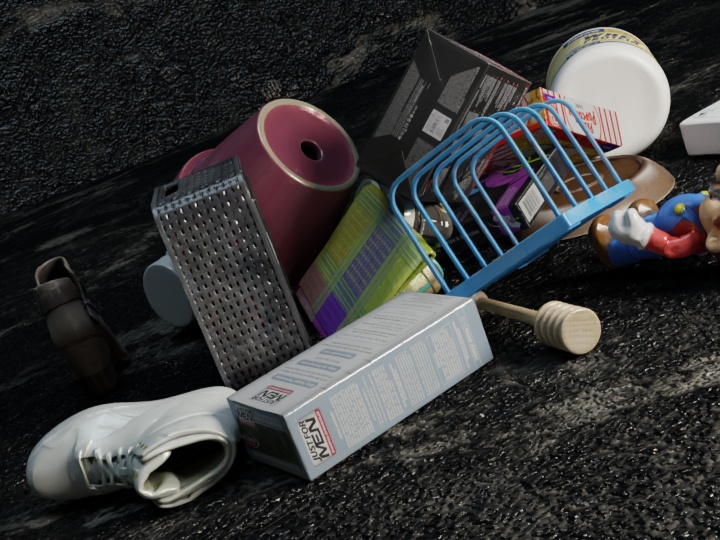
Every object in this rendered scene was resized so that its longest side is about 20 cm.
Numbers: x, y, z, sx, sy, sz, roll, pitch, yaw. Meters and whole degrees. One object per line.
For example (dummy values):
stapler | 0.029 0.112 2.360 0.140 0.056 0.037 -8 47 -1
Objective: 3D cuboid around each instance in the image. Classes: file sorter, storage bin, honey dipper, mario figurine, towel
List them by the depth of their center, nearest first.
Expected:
mario figurine | 0.286 -0.057 0.972 0.200 0.106 0.124 -8 48 57
honey dipper | 0.137 0.039 0.991 0.038 0.038 0.200 -26 13 -17
file sorter | 0.136 -0.070 1.047 0.139 0.123 0.200 -37 -6 30
storage bin | -0.124 0.002 1.130 0.093 0.201 0.135 -21 16 -2
towel | 0.000 0.000 1.131 0.144 0.023 0.200 -55 25 8

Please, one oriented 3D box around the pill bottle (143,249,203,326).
pill bottle | -0.165 -0.013 1.398 0.110 0.112 0.200 -6 21 42

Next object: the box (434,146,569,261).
box | 0.122 -0.065 1.268 0.199 0.036 0.143 -22 18 39

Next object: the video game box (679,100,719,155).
video game box | 0.483 -0.180 1.249 0.182 0.047 0.200 -31 19 -26

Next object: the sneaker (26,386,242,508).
sneaker | -0.193 0.156 0.949 0.199 0.074 0.116 -19 13 2

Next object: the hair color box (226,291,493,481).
hair color box | 0.001 0.089 0.947 0.199 0.061 0.099 -29 17 -29

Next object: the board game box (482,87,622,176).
board game box | 0.174 -0.141 1.319 0.151 0.047 0.199 6 -20 -45

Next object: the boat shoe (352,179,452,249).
boat shoe | 0.038 -0.055 1.235 0.060 0.072 0.201 9 7 -17

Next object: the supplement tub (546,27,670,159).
supplement tub | 0.307 -0.227 1.446 0.143 0.145 0.200 -17 16 13

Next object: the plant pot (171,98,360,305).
plant pot | -0.098 -0.084 1.271 0.179 0.200 0.200 -49 -5 40

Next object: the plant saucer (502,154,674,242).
plant saucer | 0.244 -0.084 1.266 0.199 0.032 0.200 -20 17 6

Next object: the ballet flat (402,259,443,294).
ballet flat | 0.008 0.010 1.200 0.070 0.071 0.200 -29 18 -27

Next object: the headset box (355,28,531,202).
headset box | 0.092 -0.150 1.168 0.077 0.149 0.200 33 14 15

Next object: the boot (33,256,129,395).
boot | -0.323 0.055 1.307 0.070 0.147 0.200 -26 16 -13
